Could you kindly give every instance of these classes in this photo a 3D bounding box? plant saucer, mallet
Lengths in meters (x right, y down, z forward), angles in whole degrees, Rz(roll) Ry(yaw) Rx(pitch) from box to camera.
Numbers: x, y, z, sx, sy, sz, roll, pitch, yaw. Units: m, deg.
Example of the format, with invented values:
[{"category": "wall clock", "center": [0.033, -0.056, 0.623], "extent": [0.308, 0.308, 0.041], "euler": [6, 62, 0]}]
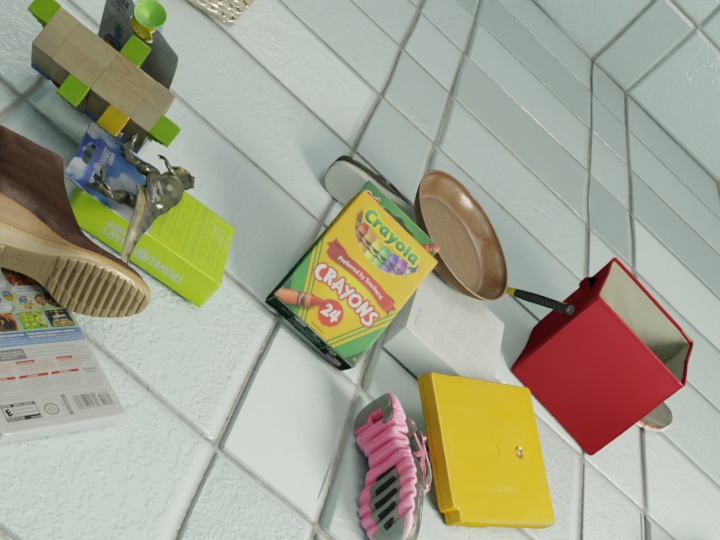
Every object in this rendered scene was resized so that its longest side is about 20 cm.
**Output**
[{"category": "plant saucer", "center": [0.131, -0.042, 1.685], "extent": [0.200, 0.036, 0.202], "euler": [37, 38, -35]}, {"category": "mallet", "center": [0.210, 0.030, 1.729], "extent": [0.065, 0.042, 0.199], "euler": [6, 9, -42]}]

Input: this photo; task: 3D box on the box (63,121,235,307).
[{"category": "box", "center": [-0.231, -0.060, 1.309], "extent": [0.199, 0.048, 0.122], "euler": [36, 28, -19]}]

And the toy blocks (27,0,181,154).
[{"category": "toy blocks", "center": [-0.286, -0.203, 1.343], "extent": [0.199, 0.100, 0.137], "euler": [38, -14, -10]}]

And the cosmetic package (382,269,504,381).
[{"category": "cosmetic package", "center": [0.114, 0.084, 1.614], "extent": [0.151, 0.052, 0.200], "euler": [44, 28, -11]}]

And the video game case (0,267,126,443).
[{"category": "video game case", "center": [-0.305, 0.057, 1.082], "extent": [0.143, 0.018, 0.201], "euler": [-2, 55, -56]}]

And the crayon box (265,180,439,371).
[{"category": "crayon box", "center": [0.000, 0.000, 1.429], "extent": [0.127, 0.051, 0.200], "euler": [42, 70, -8]}]

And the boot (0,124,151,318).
[{"category": "boot", "center": [-0.284, -0.053, 1.155], "extent": [0.199, 0.072, 0.167], "euler": [25, 37, -28]}]

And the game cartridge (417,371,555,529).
[{"category": "game cartridge", "center": [0.151, 0.218, 1.464], "extent": [0.199, 0.032, 0.178], "euler": [14, 60, -44]}]

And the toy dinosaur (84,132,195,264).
[{"category": "toy dinosaur", "center": [-0.226, -0.082, 1.250], "extent": [0.088, 0.047, 0.201], "euler": [47, 32, -14]}]

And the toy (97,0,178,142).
[{"category": "toy", "center": [-0.244, -0.240, 1.378], "extent": [0.047, 0.200, 0.115], "euler": [-38, 84, -24]}]

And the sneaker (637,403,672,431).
[{"category": "sneaker", "center": [0.433, 0.176, 1.920], "extent": [0.199, 0.082, 0.077], "euler": [38, 28, -17]}]

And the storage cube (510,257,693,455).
[{"category": "storage cube", "center": [0.350, 0.121, 1.768], "extent": [0.200, 0.180, 0.171], "euler": [46, 27, 0]}]

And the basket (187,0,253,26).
[{"category": "basket", "center": [-0.226, -0.500, 1.774], "extent": [0.199, 0.161, 0.199], "euler": [25, 34, -37]}]

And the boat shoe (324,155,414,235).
[{"category": "boat shoe", "center": [0.039, -0.088, 1.712], "extent": [0.200, 0.071, 0.064], "euler": [43, 28, -5]}]

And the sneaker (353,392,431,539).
[{"category": "sneaker", "center": [0.049, 0.227, 1.321], "extent": [0.095, 0.079, 0.201], "euler": [44, 26, -32]}]
